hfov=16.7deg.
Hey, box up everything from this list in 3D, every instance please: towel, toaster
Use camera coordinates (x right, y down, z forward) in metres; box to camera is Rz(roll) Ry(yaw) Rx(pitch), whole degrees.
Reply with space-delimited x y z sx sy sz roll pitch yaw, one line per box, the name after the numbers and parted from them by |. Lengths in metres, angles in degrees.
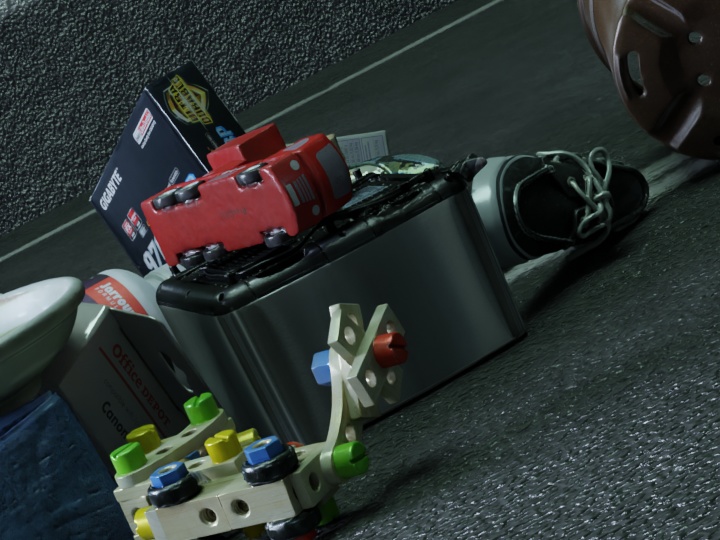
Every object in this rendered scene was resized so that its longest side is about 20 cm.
-0.222 0.157 1.340 0.200 0.112 0.049 -29 -8 -22 | towel
-0.010 0.018 1.518 0.181 0.119 0.200 -29 10 -15 | toaster

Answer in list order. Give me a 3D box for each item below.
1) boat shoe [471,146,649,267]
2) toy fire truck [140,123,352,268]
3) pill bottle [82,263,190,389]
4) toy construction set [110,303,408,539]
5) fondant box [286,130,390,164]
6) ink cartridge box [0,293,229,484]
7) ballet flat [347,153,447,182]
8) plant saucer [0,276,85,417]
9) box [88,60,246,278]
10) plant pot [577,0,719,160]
0.135 -0.043 1.590 0.068 0.074 0.199 -12 -6 27 | boat shoe
-0.057 -0.054 1.526 0.141 0.049 0.200 -32 12 -37 | toy fire truck
-0.198 0.072 1.733 0.200 0.113 0.112 -31 11 -27 | pill bottle
-0.053 0.099 1.316 0.200 0.092 0.131 -33 4 32 | toy construction set
-0.076 -0.051 1.942 0.200 0.058 0.144 -9 -15 -5 | fondant box
-0.190 0.078 1.543 0.200 0.117 0.068 4 52 37 | ink cartridge box
-0.023 -0.042 1.763 0.200 0.074 0.074 -13 15 38 | ballet flat
-0.243 0.069 1.424 0.200 0.050 0.200 -25 11 5 | plant saucer
-0.114 -0.037 1.753 0.046 0.159 0.200 -32 -9 -27 | box
0.254 -0.179 1.740 0.200 0.200 0.198 -23 18 13 | plant pot
